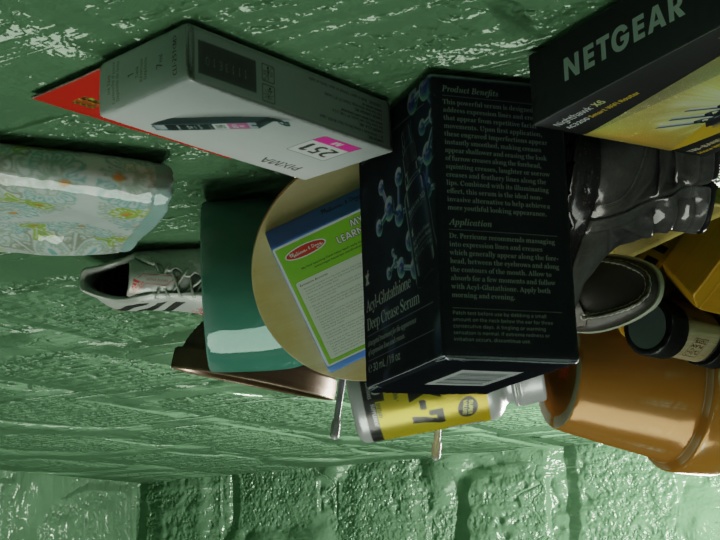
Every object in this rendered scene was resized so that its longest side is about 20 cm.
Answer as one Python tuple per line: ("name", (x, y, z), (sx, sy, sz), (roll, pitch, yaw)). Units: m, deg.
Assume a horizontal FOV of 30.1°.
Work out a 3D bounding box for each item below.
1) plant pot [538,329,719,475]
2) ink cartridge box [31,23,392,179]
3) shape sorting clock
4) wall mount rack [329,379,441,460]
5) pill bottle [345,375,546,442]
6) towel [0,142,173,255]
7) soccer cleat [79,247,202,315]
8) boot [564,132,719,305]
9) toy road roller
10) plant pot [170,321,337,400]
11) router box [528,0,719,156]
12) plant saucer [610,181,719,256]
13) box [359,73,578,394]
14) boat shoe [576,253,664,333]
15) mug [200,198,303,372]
("plant pot", (0.290, 0.108, 1.404), (0.181, 0.202, 0.200), (6, 165, -14))
("ink cartridge box", (-0.105, -0.104, 0.949), (0.173, 0.044, 0.199), (-15, 161, 39))
("shape sorting clock", (0.008, -0.003, 1.106), (0.198, 0.202, 0.039), (1, -157, -11))
("wall mount rack", (0.032, 0.127, 1.505), (0.198, 0.075, 0.174), (11, -157, -7))
("pill bottle", (0.088, 0.106, 1.393), (0.198, 0.116, 0.114), (-12, 165, 4))
("towel", (-0.259, -0.055, 1.120), (0.169, 0.049, 0.200), (3, 165, -21))
("soccer cleat", (-0.191, 0.010, 1.353), (0.198, 0.069, 0.085), (-3, 171, 25))
("boot", (0.206, -0.029, 1.035), (0.130, 0.070, 0.201), (-3, 132, -12))
("toy road roller", (0.314, -0.012, 1.271), (0.122, 0.146, 0.201), (11, 124, -41))
("plant pot", (-0.119, 0.091, 1.587), (0.199, 0.094, 0.201), (12, 173, 1))
("router box", (0.227, -0.134, 0.842), (0.156, 0.053, 0.200), (6, 164, -28))
("plant saucer", (0.187, -0.057, 1.159), (0.198, 0.049, 0.200), (4, 165, -19))
("box", (0.073, -0.020, 0.972), (0.106, 0.202, 0.148), (3, 165, -20))
("boat shoe", (0.174, 0.021, 1.224), (0.199, 0.073, 0.060), (-6, 170, 29))
("mug", (-0.081, 0.009, 1.204), (0.113, 0.154, 0.185), (-3, -167, -2))
